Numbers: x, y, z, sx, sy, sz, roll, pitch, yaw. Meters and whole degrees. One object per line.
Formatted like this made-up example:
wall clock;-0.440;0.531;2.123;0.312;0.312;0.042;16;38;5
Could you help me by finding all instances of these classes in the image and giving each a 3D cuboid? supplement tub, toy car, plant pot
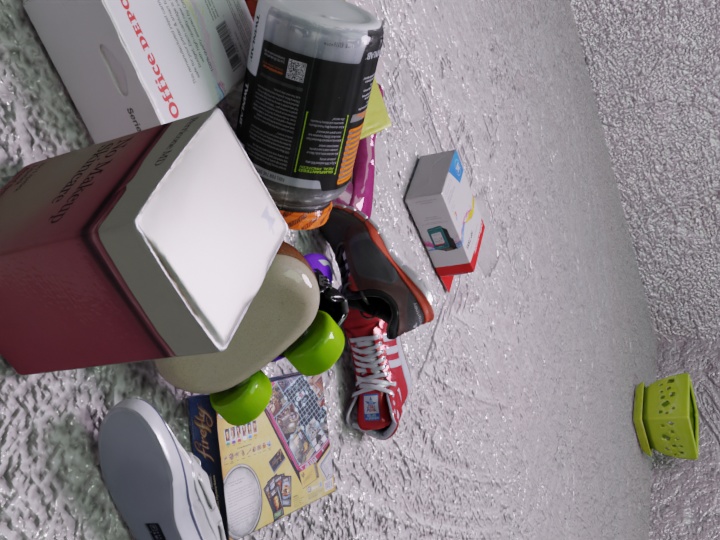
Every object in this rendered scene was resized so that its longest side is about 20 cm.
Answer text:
supplement tub;-0.056;-0.150;0.803;0.122;0.121;0.204;-40;149;-58
toy car;-0.124;0.003;0.773;0.165;0.156;0.201;53;6;-36
plant pot;0.983;0.473;2.712;0.203;0.178;0.200;64;32;-29

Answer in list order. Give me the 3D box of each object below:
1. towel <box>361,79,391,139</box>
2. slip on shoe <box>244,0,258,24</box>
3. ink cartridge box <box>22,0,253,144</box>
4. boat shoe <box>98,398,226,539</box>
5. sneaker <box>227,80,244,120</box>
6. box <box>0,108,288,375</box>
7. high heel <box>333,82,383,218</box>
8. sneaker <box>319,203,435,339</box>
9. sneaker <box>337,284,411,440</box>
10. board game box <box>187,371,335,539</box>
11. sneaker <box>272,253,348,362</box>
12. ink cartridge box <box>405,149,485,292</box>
towel;-0.032;-0.260;1.044;0.085;0.018;0.204;-25;95;-25
slip on shoe;-0.116;-0.333;0.870;0.072;0.062;0.203;-3;58;-20
ink cartridge box;-0.180;-0.212;0.748;0.147;0.082;0.201;67;30;-27
boat shoe;-0.161;0.187;0.710;0.066;0.072;0.204;-56;141;-58
sneaker;-0.087;-0.171;0.932;0.100;0.068;0.204;-65;140;-61
box;-0.172;-0.015;0.589;0.110;0.196;0.129;60;35;-32
high heel;0.002;-0.147;1.101;0.096;0.067;0.203;44;59;-36
sneaker;0.000;0.000;0.987;0.081;0.200;0.078;-33;148;-20
sneaker;0.011;0.119;1.045;0.113;0.070;0.203;-68;142;-49
board game box;-0.095;0.182;0.863;0.199;0.034;0.139;-1;84;-62
sneaker;-0.052;0.038;0.911;0.201;0.098;0.071;-54;129;-57
ink cartridge box;0.147;-0.076;1.362;0.202;0.066;0.117;62;33;-34
